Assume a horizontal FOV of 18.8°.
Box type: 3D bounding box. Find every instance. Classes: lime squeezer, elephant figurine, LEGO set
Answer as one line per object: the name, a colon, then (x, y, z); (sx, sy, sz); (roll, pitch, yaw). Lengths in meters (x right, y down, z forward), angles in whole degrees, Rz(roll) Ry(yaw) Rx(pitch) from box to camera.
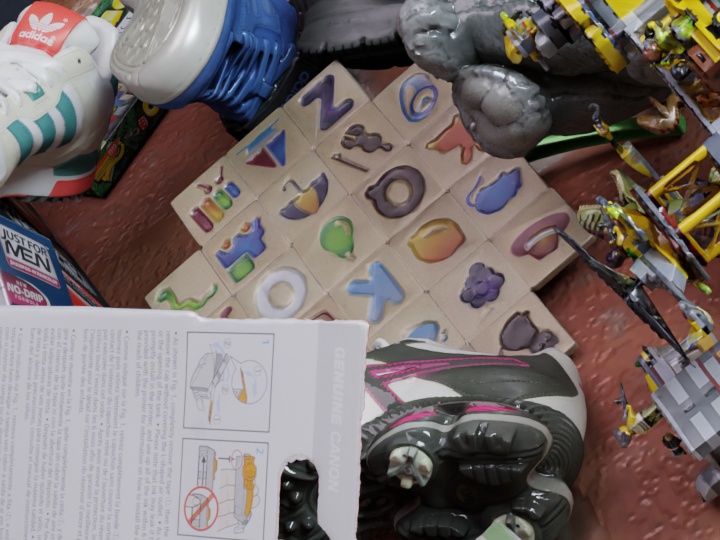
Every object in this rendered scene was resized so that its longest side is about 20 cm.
lime squeezer: (0.040, -0.028, 0.930); (0.200, 0.038, 0.071); (-36, 35, 8)
elephant figurine: (0.119, -0.119, 0.797); (0.200, 0.142, 0.155); (-18, 17, 44)
LEGO set: (0.107, -0.009, 0.728); (0.116, 0.200, 0.154); (-39, 55, 7)

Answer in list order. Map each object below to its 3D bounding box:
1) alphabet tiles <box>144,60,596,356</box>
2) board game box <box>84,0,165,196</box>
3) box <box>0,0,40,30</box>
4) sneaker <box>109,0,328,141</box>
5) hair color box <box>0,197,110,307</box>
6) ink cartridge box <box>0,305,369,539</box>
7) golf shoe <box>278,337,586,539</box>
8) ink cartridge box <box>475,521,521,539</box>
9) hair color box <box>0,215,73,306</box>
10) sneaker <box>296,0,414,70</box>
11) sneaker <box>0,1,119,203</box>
alphabet tiles: (0.000, 0.000, 0.915); (0.166, 0.006, 0.200); (-41, 51, 3)
board game box: (-0.122, -0.127, 1.213); (0.105, 0.023, 0.200); (6, 56, 50)
box: (-0.306, -0.124, 1.223); (0.198, 0.124, 0.200); (-27, -2, 19)
sneaker: (-0.056, -0.101, 1.025); (0.077, 0.111, 0.200); (-51, 17, 8)
hair color box: (-0.190, -0.010, 1.081); (0.061, 0.102, 0.200); (-45, 35, -1)
ink cartridge box: (-0.076, 0.094, 0.777); (0.199, 0.050, 0.162); (0, 86, 30)
golf shoe: (-0.010, 0.069, 0.833); (0.199, 0.077, 0.088); (-1, 30, 19)
ink cartridge box: (0.018, 0.192, 0.704); (0.200, 0.048, 0.146); (-46, 34, -2)
hair color box: (-0.152, 0.086, 0.900); (0.100, 0.060, 0.200); (-29, 65, 16)
sneaker: (0.059, -0.146, 0.961); (0.199, 0.076, 0.091); (-7, 84, 20)
sneaker: (-0.165, -0.077, 0.980); (0.070, 0.200, 0.094); (25, 105, 14)
